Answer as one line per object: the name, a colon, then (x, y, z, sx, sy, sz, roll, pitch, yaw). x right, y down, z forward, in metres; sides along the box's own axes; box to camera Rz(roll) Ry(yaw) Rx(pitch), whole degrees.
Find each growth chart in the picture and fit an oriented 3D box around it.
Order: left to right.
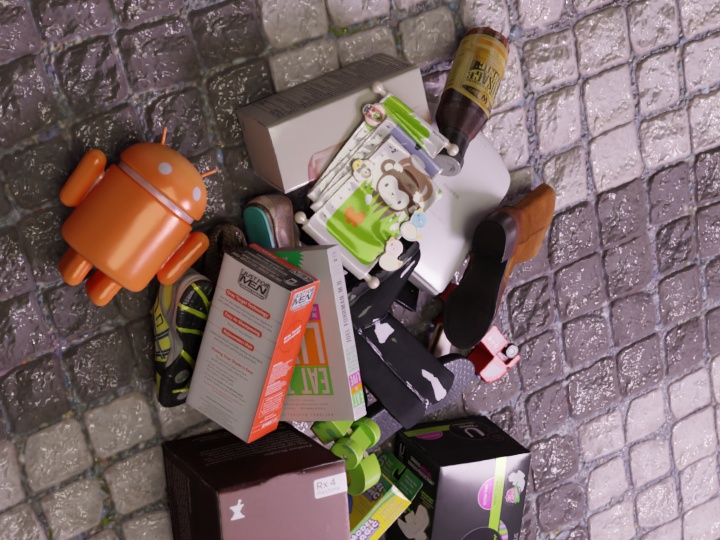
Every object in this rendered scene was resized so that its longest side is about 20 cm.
growth chart: (0.022, -0.093, 1.570, 0.144, 0.018, 0.200, 33, 92, -10)

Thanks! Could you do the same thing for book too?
book: (-0.067, 0.072, 1.596, 0.048, 0.133, 0.201, -23, 107, -53)

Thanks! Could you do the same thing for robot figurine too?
robot figurine: (-0.250, -0.059, 1.525, 0.200, 0.144, 0.117, -51, 163, -2)

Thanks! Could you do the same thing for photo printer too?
photo printer: (0.089, -0.094, 1.709, 0.166, 0.069, 0.200, 40, 79, -31)

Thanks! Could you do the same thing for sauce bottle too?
sauce bottle: (0.127, -0.200, 1.649, 0.066, 0.066, 0.201, 40, 53, -33)

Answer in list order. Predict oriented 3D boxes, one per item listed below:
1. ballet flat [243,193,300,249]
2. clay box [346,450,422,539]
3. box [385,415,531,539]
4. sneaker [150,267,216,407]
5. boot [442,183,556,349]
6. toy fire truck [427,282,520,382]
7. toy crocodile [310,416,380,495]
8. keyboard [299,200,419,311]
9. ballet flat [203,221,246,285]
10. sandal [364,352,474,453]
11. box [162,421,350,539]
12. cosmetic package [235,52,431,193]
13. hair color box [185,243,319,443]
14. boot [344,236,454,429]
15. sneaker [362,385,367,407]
ballet flat: (-0.093, 0.001, 1.667, 0.067, 0.068, 0.201, -33, 127, -46)
clay box: (-0.020, 0.318, 1.793, 0.200, 0.115, 0.048, -48, 123, -5)
box: (0.129, 0.317, 1.869, 0.148, 0.124, 0.201, -6, 113, -27)
sneaker: (-0.210, 0.075, 1.629, 0.075, 0.076, 0.201, -14, 134, -36)
boot: (0.180, -0.007, 1.776, 0.200, 0.068, 0.189, -30, 133, -60)
toy fire truck: (0.111, 0.097, 1.819, 0.141, 0.049, 0.200, -44, 124, -6)
toy crocodile: (-0.037, 0.183, 1.693, 0.200, 0.062, 0.068, 56, 37, -8)
keyboard: (0.000, 0.000, 1.706, 0.200, 0.021, 0.128, 33, 55, -34)
ballet flat: (-0.158, 0.040, 1.653, 0.067, 0.046, 0.201, -6, 111, -26)
sandal: (0.055, 0.161, 1.768, 0.200, 0.043, 0.076, -30, 135, -10)
box: (-0.126, 0.293, 1.666, 0.165, 0.200, 0.165, -10, 104, -24)
cosmetic package: (-0.030, -0.174, 1.608, 0.199, 0.103, 0.088, -23, 118, -18)
hair color box: (-0.124, 0.083, 1.573, 0.061, 0.101, 0.201, -22, 135, -54)
boot: (0.053, 0.075, 1.664, 0.165, 0.066, 0.200, -37, 114, 8)
sneaker: (-0.023, 0.126, 1.738, 0.074, 0.081, 0.201, -21, 118, -19)
